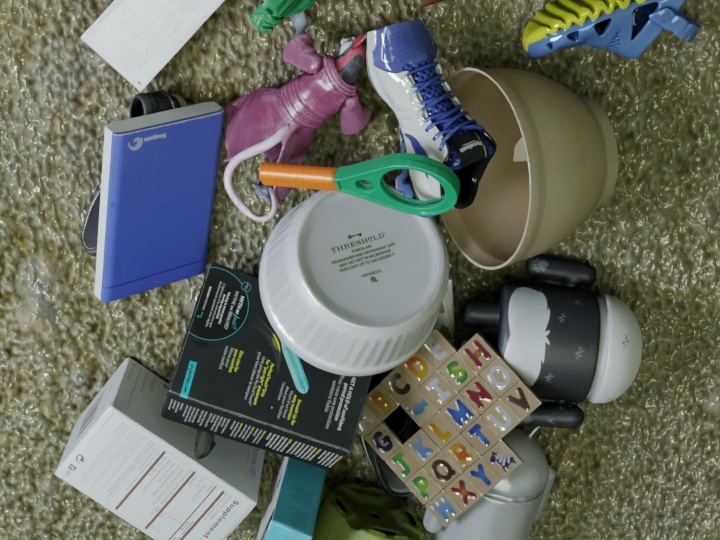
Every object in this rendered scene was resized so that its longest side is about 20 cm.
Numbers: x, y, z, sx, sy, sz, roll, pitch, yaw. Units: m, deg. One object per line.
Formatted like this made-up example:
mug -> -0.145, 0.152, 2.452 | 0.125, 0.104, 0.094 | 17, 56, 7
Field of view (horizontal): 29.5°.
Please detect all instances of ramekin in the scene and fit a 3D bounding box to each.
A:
ramekin -> 0.000, 0.000, 1.407 | 0.201, 0.203, 0.094 | 20, 157, -8

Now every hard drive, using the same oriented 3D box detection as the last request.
hard drive -> -0.210, -0.070, 1.420 | 0.131, 0.025, 0.201 | -18, 133, -37

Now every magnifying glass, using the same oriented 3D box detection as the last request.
magnifying glass -> -0.002, -0.086, 1.311 | 0.199, 0.023, 0.080 | 4, 148, 18

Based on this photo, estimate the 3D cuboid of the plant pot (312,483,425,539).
plant pot -> -0.012, 0.357, 1.584 | 0.199, 0.200, 0.191 | 19, 105, -8

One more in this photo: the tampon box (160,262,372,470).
tampon box -> -0.095, 0.107, 1.468 | 0.199, 0.126, 0.151 | 19, 70, -7

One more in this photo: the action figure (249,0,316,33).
action figure -> -0.045, -0.312, 1.338 | 0.055, 0.118, 0.200 | 48, 114, 17

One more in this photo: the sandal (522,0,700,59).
sandal -> 0.260, -0.247, 1.367 | 0.199, 0.080, 0.087 | -18, 117, 10

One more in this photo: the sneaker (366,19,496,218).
sneaker -> 0.079, -0.145, 1.326 | 0.080, 0.115, 0.201 | -21, 106, -26

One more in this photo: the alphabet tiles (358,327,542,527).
alphabet tiles -> 0.097, 0.162, 1.474 | 0.167, 0.008, 0.200 | 47, 122, 6

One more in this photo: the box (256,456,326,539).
box -> -0.077, 0.264, 1.528 | 0.049, 0.200, 0.083 | 22, 113, -4

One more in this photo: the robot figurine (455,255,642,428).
robot figurine -> 0.204, 0.078, 1.486 | 0.199, 0.125, 0.151 | 7, 123, -2

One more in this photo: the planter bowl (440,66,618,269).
planter bowl -> 0.173, -0.110, 1.380 | 0.134, 0.200, 0.202 | -10, 117, -24

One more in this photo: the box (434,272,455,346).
box -> 0.088, 0.093, 1.538 | 0.038, 0.041, 0.201 | -4, 113, 3

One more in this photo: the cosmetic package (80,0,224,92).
cosmetic package -> -0.183, -0.281, 1.371 | 0.083, 0.051, 0.200 | 43, 108, -14

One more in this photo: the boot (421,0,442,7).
boot -> 0.127, -0.370, 1.334 | 0.199, 0.069, 0.189 | -10, 121, 13

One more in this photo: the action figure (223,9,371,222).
action figure -> -0.063, -0.170, 1.374 | 0.134, 0.149, 0.200 | 44, 122, -10

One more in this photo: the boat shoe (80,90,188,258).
boat shoe -> -0.252, -0.101, 1.430 | 0.073, 0.063, 0.201 | 42, 110, 30

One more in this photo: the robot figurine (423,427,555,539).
robot figurine -> 0.149, 0.260, 1.571 | 0.169, 0.113, 0.201 | -4, 119, -34

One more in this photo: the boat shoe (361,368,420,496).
boat shoe -> 0.033, 0.179, 1.564 | 0.071, 0.068, 0.201 | -6, 116, 3

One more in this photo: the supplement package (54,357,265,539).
supplement package -> -0.224, 0.218, 1.556 | 0.200, 0.117, 0.117 | 36, 110, -14
